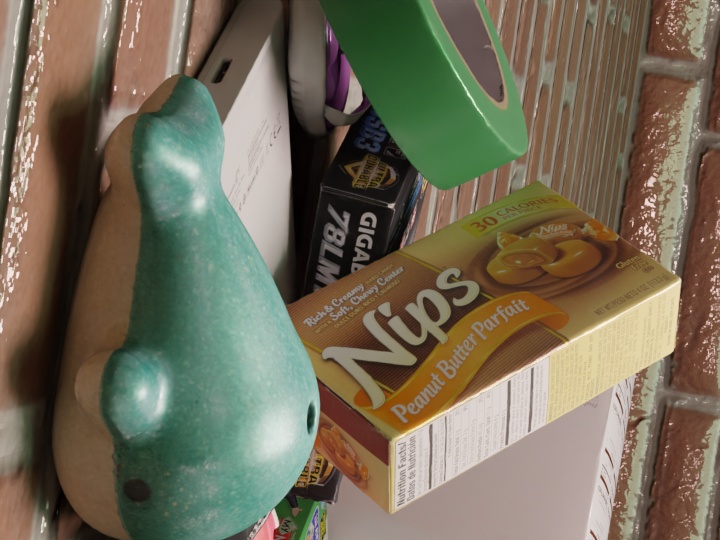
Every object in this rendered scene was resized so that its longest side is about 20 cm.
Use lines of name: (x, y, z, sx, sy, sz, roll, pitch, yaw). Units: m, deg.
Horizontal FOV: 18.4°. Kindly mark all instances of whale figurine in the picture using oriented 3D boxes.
whale figurine: (-0.068, 0.022, 0.942, 0.159, 0.103, 0.201, -54, 151, -65)

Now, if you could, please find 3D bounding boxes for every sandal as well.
sandal: (-0.009, -0.113, 1.201, 0.203, 0.050, 0.083, -18, 111, -86)

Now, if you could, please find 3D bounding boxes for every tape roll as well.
tape roll: (0.025, -0.142, 1.164, 0.201, 0.048, 0.201, 59, 15, -26)

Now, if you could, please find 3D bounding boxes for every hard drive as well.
hard drive: (-0.062, -0.019, 1.129, 0.132, 0.026, 0.201, -68, 163, -48)

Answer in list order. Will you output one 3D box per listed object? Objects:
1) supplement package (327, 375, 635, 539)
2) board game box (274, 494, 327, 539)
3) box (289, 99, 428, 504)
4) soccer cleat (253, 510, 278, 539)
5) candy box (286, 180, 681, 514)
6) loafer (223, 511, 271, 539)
supplement package: (0.076, 0.117, 1.480, 0.147, 0.190, 0.201, 61, 40, -70)
board game box: (-0.050, 0.241, 1.372, 0.135, 0.029, 0.201, -69, 163, -48)
box: (0.000, 0.000, 1.294, 0.200, 0.049, 0.199, -67, 169, -61)
soccer cleat: (-0.078, 0.208, 1.116, 0.076, 0.066, 0.201, -2, 94, -54)
candy box: (0.056, 0.035, 1.156, 0.199, 0.115, 0.056, -27, 135, -28)
loafer: (-0.078, 0.143, 1.005, 0.201, 0.070, 0.068, -46, 148, -56)
